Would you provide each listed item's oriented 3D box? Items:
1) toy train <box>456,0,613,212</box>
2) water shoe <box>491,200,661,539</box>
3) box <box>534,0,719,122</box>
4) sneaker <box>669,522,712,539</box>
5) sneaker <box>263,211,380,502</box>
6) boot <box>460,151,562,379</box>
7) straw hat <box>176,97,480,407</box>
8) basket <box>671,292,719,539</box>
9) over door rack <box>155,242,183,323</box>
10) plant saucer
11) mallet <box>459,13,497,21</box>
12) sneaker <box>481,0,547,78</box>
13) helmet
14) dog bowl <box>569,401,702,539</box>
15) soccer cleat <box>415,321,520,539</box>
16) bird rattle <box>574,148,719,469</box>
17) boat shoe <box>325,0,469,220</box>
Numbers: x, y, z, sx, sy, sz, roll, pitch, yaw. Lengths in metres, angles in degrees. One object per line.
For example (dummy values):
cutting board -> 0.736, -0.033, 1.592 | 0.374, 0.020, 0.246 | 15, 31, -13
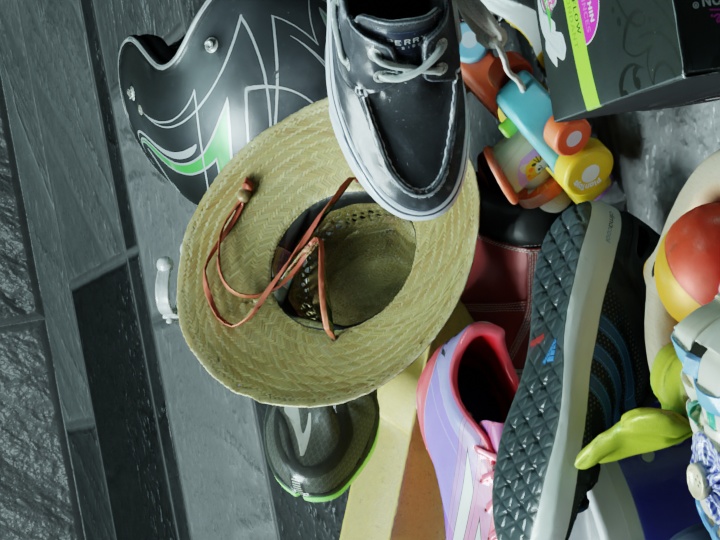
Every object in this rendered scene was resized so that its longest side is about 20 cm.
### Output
toy train -> 0.072, -0.087, 1.220 | 0.150, 0.056, 0.200 | 48, -177, 2
water shoe -> 0.125, 0.062, 1.159 | 0.071, 0.079, 0.201 | -28, 46, 64
box -> 0.146, -0.177, 0.978 | 0.148, 0.124, 0.201 | 165, 96, -73
sneaker -> 0.172, 0.148, 1.057 | 0.200, 0.070, 0.082 | 55, -162, -54
sneaker -> -0.017, 0.040, 1.368 | 0.084, 0.076, 0.201 | 54, -133, -69
boot -> 0.070, -0.006, 1.405 | 0.200, 0.072, 0.145 | 11, 110, 63
straw hat -> 0.000, 0.000, 1.287 | 0.085, 0.201, 0.202 | 34, -152, -51
basket -> 0.214, 0.093, 0.907 | 0.200, 0.139, 0.176 | 57, 174, -24
over door rack -> -0.047, 0.016, 1.548 | 0.200, 0.147, 0.067 | 42, -130, -75
plant saucer -> 0.029, 0.137, 1.350 | 0.200, 0.048, 0.201 | 117, 168, -62
mallet -> 0.054, -0.089, 1.356 | 0.066, 0.041, 0.201 | 167, 114, -77
sneaker -> 0.110, -0.168, 1.211 | 0.200, 0.070, 0.090 | -125, 45, -53
helmet -> -0.054, -0.121, 1.534 | 0.190, 0.199, 0.201 | 6, 106, 54
dog bowl -> 0.138, 0.162, 1.264 | 0.200, 0.078, 0.201 | 170, 90, -73
soccer cleat -> 0.077, 0.124, 1.203 | 0.077, 0.066, 0.201 | 116, 144, -55
bird rattle -> 0.169, 0.013, 1.064 | 0.201, 0.112, 0.164 | 104, 167, -46
boat shoe -> 0.019, -0.119, 1.124 | 0.068, 0.071, 0.201 | -125, 28, -76
